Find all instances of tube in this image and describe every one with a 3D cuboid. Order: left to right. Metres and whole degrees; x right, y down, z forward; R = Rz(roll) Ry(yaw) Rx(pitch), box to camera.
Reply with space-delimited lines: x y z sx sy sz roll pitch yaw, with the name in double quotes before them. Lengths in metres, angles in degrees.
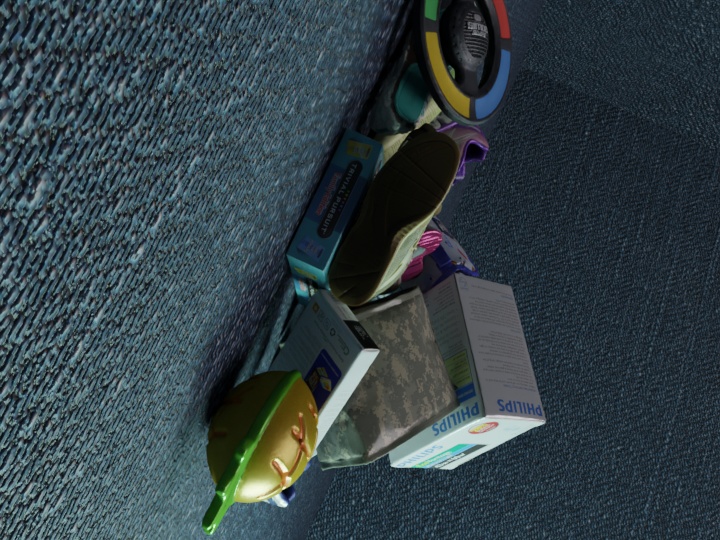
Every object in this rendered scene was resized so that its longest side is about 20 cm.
"tube" 0.059 -0.187 1.212 0.201 0.052 0.058 -49 131 -4

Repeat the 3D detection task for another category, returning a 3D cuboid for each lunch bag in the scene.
"lunch bag" 0.023 0.124 1.199 0.198 0.167 0.117 -20 180 -39
"lunch bag" 0.085 -0.017 1.458 0.122 0.171 0.201 -29 157 -16

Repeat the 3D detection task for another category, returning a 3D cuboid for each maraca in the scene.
"maraca" -0.104 0.174 0.969 0.200 0.105 0.139 -53 166 -61

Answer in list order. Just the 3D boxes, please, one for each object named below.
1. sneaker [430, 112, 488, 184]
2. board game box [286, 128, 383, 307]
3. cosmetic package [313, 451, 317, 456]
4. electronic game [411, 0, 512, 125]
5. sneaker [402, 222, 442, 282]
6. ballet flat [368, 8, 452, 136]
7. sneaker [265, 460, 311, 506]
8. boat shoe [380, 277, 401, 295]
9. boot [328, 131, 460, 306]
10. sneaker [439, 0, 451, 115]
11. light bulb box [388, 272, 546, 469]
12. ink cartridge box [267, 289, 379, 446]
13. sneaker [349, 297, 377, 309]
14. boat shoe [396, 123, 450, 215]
"sneaker" 0.092 -0.145 1.296 0.198 0.089 0.081 -32 166 -22
"board game box" -0.025 -0.046 1.108 0.200 0.046 0.153 89 25 -74
"cosmetic package" -0.040 0.196 1.338 0.150 0.052 0.200 -41 180 -43
"electronic game" 0.121 -0.270 1.135 0.198 0.041 0.205 2 88 -51
"sneaker" 0.044 -0.038 1.331 0.080 0.089 0.200 -16 160 -27
"ballet flat" 0.061 -0.231 1.152 0.202 0.071 0.072 -60 171 -34
"sneaker" -0.093 0.206 1.244 0.075 0.087 0.203 -49 160 -62
"boat shoe" 0.000 0.000 1.265 0.200 0.071 0.064 149 -53 -69
"boot" 0.041 -0.054 1.072 0.202 0.071 0.155 -58 173 4
"sneaker" 0.096 -0.259 1.271 0.088 0.075 0.202 -40 156 -49
"light bulb box" 0.126 0.144 1.350 0.197 0.123 0.204 -36 -126 42
"ink cartridge box" -0.061 0.128 1.070 0.037 0.095 0.202 8 124 -46
"sneaker" -0.030 0.074 1.415 0.080 0.072 0.202 89 18 -45
"boat shoe" 0.060 -0.096 1.144 0.069 0.071 0.201 -27 159 -11
